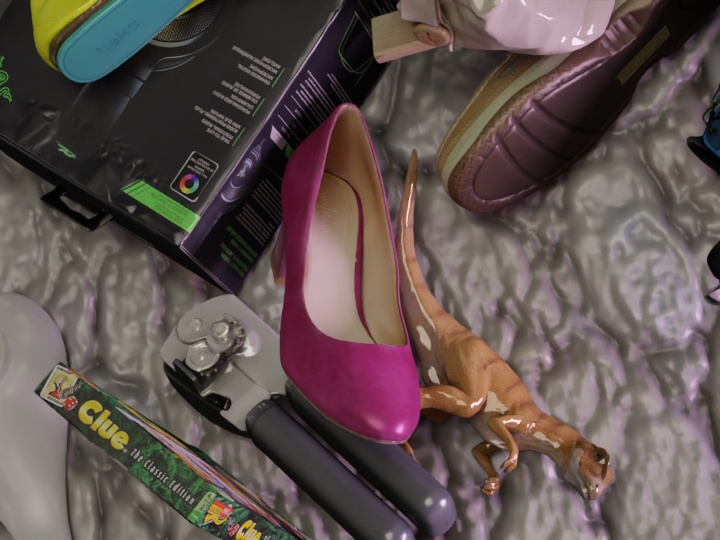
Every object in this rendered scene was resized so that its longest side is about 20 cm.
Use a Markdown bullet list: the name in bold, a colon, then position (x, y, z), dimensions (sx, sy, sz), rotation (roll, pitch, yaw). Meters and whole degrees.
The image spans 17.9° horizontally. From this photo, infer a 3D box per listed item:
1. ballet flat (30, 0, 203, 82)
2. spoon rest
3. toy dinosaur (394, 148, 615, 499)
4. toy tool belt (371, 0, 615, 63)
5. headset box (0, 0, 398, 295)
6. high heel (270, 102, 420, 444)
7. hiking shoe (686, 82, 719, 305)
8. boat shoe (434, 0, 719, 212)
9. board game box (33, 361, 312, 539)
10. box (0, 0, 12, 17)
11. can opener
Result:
- **ballet flat**: position (-0.086, -0.172, 1.176), dimensions (0.199, 0.067, 0.067), rotation (-30, 54, 7)
- **spoon rest**: position (-0.194, 0.098, 1.231), dimensions (0.099, 0.061, 0.201), rotation (-25, 55, 5)
- **toy dinosaur**: position (0.048, 0.051, 1.180), dimensions (0.106, 0.060, 0.200), rotation (-37, 77, -12)
- **toy tool belt**: position (0.067, -0.203, 1.175), dimensions (0.122, 0.125, 0.201), rotation (1, 72, 46)
- **headset box**: position (-0.102, -0.109, 1.243), dimensions (0.174, 0.093, 0.201), rotation (32, 84, 22)
- **high heel**: position (0.000, 0.000, 1.143), dimensions (0.067, 0.200, 0.096), rotation (11, 118, -17)
- **hiking shoe**: position (0.208, -0.086, 1.159), dimensions (0.086, 0.074, 0.201), rotation (-5, 72, 8)
- **boat shoe**: position (0.107, -0.116, 1.210), dimensions (0.200, 0.072, 0.076), rotation (-42, 54, -9)
- **board game box**: position (-0.080, 0.104, 1.112), dimensions (0.105, 0.200, 0.024), rotation (34, 85, 21)
- **box**: position (-0.264, -0.161, 1.301), dimensions (0.124, 0.097, 0.201), rotation (28, 83, 22)
- **can opener**: position (-0.028, 0.081, 1.164), dimensions (0.053, 0.067, 0.200), rotation (-41, 52, -15)
